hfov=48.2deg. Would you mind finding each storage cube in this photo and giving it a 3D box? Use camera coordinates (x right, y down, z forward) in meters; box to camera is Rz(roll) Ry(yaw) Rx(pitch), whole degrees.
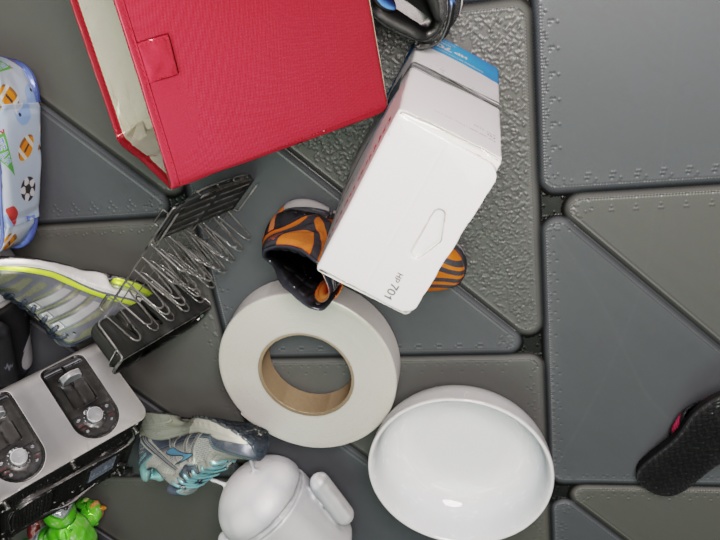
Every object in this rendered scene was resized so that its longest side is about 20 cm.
[{"bbox_3d":[-0.106,-0.191,0.597,0.178,0.171,0.203,-23,119,-21],"label":"storage cube"}]

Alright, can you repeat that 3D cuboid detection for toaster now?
[{"bbox_3d":[-0.338,0.190,0.864,0.119,0.180,0.201,52,145,14],"label":"toaster"}]

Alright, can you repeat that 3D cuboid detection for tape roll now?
[{"bbox_3d":[-0.056,0.103,0.871,0.199,0.037,0.206,5,120,8],"label":"tape roll"}]

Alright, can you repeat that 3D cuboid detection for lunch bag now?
[{"bbox_3d":[-0.391,-0.119,0.771,0.158,0.076,0.203,9,104,11],"label":"lunch bag"}]

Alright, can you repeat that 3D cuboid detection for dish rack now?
[{"bbox_3d":[-0.168,-0.004,0.772,0.054,0.153,0.200,42,118,5],"label":"dish rack"}]

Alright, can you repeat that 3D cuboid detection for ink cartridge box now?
[{"bbox_3d":[0.044,-0.086,0.647,0.085,0.201,0.147,26,121,-6],"label":"ink cartridge box"}]

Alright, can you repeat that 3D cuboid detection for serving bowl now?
[{"bbox_3d":[0.109,0.200,0.874,0.197,0.066,0.203,5,121,9],"label":"serving bowl"}]

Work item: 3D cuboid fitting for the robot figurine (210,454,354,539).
[{"bbox_3d":[-0.087,0.297,0.941,0.169,0.113,0.200,-36,107,16],"label":"robot figurine"}]

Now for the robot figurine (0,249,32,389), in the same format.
[{"bbox_3d":[-0.424,0.058,0.868,0.148,0.125,0.203,8,120,-1],"label":"robot figurine"}]

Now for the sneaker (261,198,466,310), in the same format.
[{"bbox_3d":[0.000,0.000,0.756,0.197,0.112,0.079,11,121,5],"label":"sneaker"}]

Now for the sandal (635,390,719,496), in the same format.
[{"bbox_3d":[0.354,0.165,0.825,0.074,0.045,0.201,31,135,0],"label":"sandal"}]

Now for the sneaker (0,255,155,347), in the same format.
[{"bbox_3d":[-0.308,0.033,0.808,0.198,0.074,0.082,14,83,-28],"label":"sneaker"}]

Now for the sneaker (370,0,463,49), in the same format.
[{"bbox_3d":[0.007,-0.259,0.609,0.073,0.112,0.200,-38,106,26],"label":"sneaker"}]

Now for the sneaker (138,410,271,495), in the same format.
[{"bbox_3d":[-0.175,0.207,0.892,0.198,0.088,0.077,-6,161,41],"label":"sneaker"}]

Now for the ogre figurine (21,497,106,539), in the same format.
[{"bbox_3d":[-0.394,0.339,1.039,0.118,0.098,0.203,0,108,25],"label":"ogre figurine"}]
